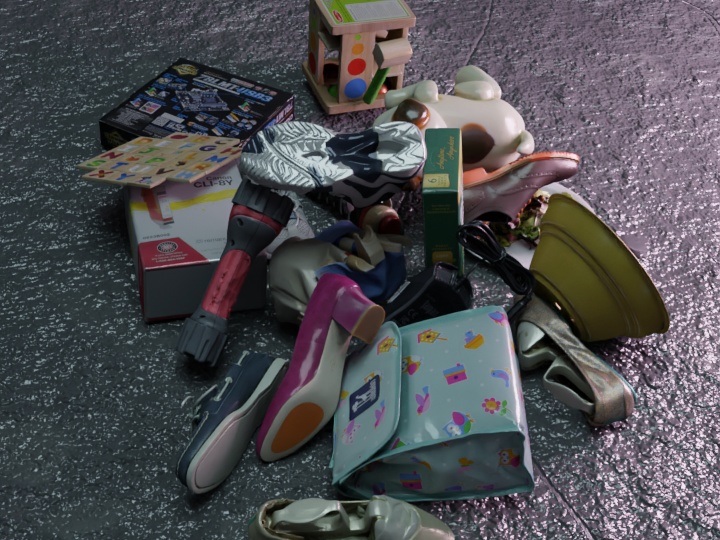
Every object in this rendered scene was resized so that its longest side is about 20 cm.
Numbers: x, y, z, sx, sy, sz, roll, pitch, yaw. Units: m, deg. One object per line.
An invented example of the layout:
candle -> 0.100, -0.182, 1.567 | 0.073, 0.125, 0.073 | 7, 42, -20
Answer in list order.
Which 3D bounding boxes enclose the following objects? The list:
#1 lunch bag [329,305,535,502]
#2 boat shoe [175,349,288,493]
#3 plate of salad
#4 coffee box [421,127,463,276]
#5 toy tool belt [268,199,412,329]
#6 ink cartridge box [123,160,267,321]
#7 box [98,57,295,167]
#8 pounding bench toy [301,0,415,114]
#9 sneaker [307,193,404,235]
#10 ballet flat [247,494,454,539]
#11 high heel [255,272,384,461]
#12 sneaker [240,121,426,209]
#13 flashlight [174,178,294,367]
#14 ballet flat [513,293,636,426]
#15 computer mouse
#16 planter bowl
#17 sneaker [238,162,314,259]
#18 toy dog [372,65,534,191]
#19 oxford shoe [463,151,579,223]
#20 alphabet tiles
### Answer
lunch bag -> 0.065, 0.140, 1.181 | 0.198, 0.123, 0.171 | -9, 43, 10
boat shoe -> -0.139, 0.146, 1.188 | 0.061, 0.075, 0.200 | 19, 41, 14
plate of salad -> 0.209, -0.071, 1.492 | 0.197, 0.048, 0.201 | 3, 40, -2
coffee box -> 0.096, -0.046, 1.333 | 0.043, 0.202, 0.124 | 0, 39, 7
toy tool belt -> 0.000, 0.000, 1.324 | 0.199, 0.126, 0.122 | -36, 42, -29
ink cartridge box -> -0.201, -0.043, 1.393 | 0.143, 0.084, 0.201 | -7, 42, -14
box -> -0.221, -0.207, 1.609 | 0.198, 0.050, 0.199 | 21, 42, 18
pounding bench toy -> 0.005, -0.291, 1.644 | 0.123, 0.157, 0.201 | -10, 42, -17
sneaker -> 0.017, -0.110, 1.501 | 0.115, 0.076, 0.200 | -23, 47, -32
ballet flat -> -0.007, 0.240, 1.097 | 0.197, 0.070, 0.070 | 1, 40, -5
high heel -> -0.060, 0.097, 1.212 | 0.067, 0.201, 0.096 | 30, 2, -43
sneaker -> -0.030, -0.108, 1.285 | 0.197, 0.130, 0.080 | -10, 72, -6
flashlight -> -0.138, 0.004, 1.268 | 0.067, 0.068, 0.202 | 19, 82, 32
ballet flat -> 0.216, 0.096, 1.286 | 0.067, 0.069, 0.200 | -26, 47, -22
computer mouse -> 0.099, 0.043, 1.299 | 0.140, 0.200, 0.046 | 34, 11, -30
planter bowl -> 0.248, 0.018, 1.318 | 0.083, 0.201, 0.201 | -38, 51, -6
sneaker -> -0.113, -0.086, 1.452 | 0.074, 0.083, 0.200 | -16, 44, -22
toy dog -> 0.100, -0.162, 1.479 | 0.199, 0.141, 0.194 | -13, 39, -38
oxford shoe -> 0.188, -0.096, 1.453 | 0.198, 0.071, 0.073 | -17, 80, -15
alphabet tiles -> -0.241, -0.138, 1.435 | 0.165, 0.006, 0.200 | 8, 25, 25
